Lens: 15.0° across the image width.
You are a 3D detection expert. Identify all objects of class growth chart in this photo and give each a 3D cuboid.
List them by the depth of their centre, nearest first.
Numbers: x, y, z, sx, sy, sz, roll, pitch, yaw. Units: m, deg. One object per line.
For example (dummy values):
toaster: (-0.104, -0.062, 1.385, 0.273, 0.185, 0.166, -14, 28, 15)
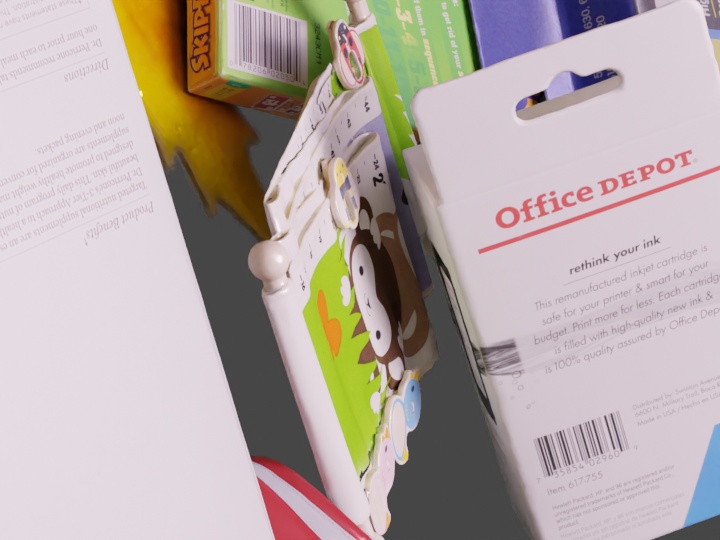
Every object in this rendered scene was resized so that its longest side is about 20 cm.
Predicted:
growth chart: (0.000, 0.000, 0.986, 0.200, 0.018, 0.145, -74, 148, -53)

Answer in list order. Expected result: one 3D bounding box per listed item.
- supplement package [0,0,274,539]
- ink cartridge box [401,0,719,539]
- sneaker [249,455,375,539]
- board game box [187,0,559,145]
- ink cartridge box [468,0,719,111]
supplement package: (-0.151, 0.040, 0.709, 0.191, 0.147, 0.200, -28, 105, -48)
ink cartridge box: (0.090, -0.002, 1.022, 0.068, 0.116, 0.200, -118, -170, -67)
sneaker: (-0.034, 0.150, 0.887, 0.112, 0.071, 0.200, 0, 69, -46)
board game box: (0.016, -0.097, 1.090, 0.200, 0.030, 0.096, 11, 69, -37)
ink cartridge box: (0.141, -0.066, 1.136, 0.200, 0.047, 0.198, 0, 74, -40)
